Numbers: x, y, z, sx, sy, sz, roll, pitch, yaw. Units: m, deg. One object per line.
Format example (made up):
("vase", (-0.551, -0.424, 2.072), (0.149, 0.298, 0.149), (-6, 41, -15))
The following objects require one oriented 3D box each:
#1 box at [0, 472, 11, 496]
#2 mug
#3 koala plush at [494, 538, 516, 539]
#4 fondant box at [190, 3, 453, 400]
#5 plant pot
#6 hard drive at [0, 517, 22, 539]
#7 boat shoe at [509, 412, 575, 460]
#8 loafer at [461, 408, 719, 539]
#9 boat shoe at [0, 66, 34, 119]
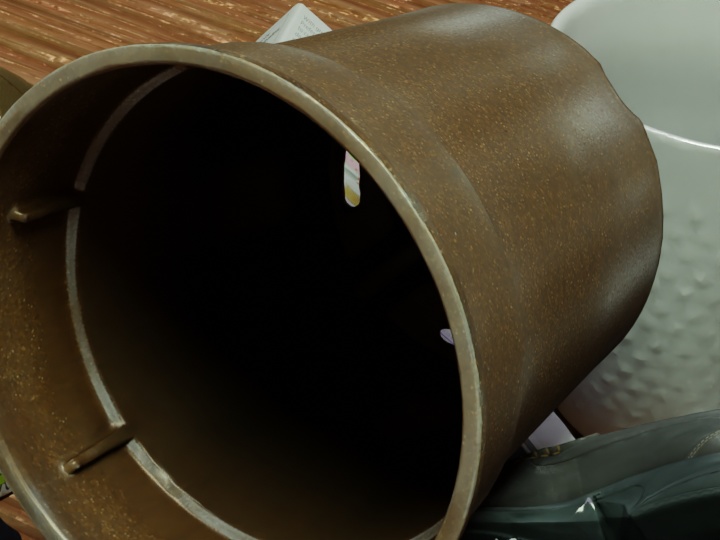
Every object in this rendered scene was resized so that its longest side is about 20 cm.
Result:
("box", (-0.192, 0.023, 1.000), (0.199, 0.035, 0.110), (31, 40, 32))
("mug", (0.146, 0.002, 0.965), (0.146, 0.176, 0.200), (-5, 35, -17))
("koala plush", (0.109, 0.157, 0.696), (0.198, 0.185, 0.178), (7, 49, 12))
("fondant box", (-0.016, 0.002, 0.956), (0.144, 0.058, 0.201), (40, 41, -15))
("plant pot", (0.000, 0.000, 0.790), (0.199, 0.202, 0.198), (24, 28, 24))
("hard drive", (-0.176, 0.094, 0.773), (0.038, 0.200, 0.140), (-39, 40, 6))
("boat shoe", (0.073, 0.118, 0.885), (0.066, 0.070, 0.200), (-27, 44, -4))
("loafer", (0.081, 0.093, 0.815), (0.199, 0.073, 0.072), (-11, 27, 30))
("boat shoe", (-0.157, -0.047, 1.042), (0.199, 0.062, 0.074), (9, 66, -44))
